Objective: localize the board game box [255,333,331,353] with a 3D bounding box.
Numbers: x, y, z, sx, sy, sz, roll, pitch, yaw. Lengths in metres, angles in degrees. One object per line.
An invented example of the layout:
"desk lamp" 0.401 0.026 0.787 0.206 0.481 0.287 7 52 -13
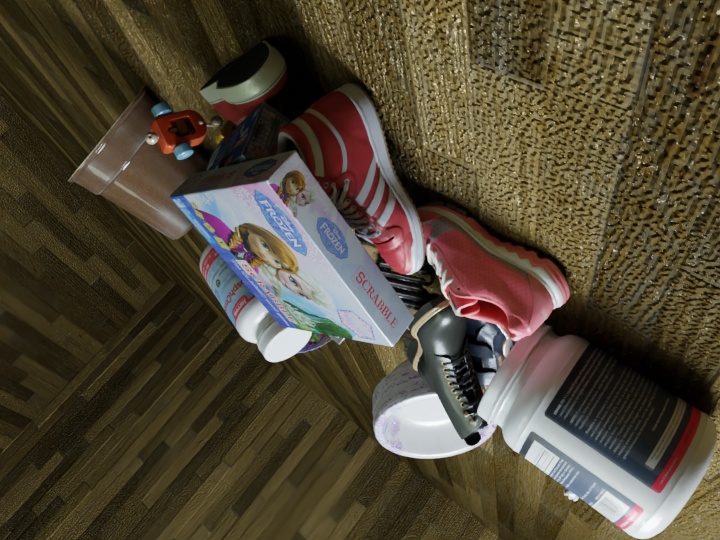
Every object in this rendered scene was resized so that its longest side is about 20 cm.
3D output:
"board game box" -0.115 0.041 1.022 0.156 0.202 0.039 -1 141 -1

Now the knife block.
"knife block" 0.000 0.000 0.753 0.199 0.065 0.175 14 -179 41

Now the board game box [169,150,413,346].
"board game box" -0.072 -0.015 0.602 0.199 0.041 0.201 2 136 51

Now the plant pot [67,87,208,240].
"plant pot" -0.356 -0.171 1.057 0.198 0.201 0.200 40 165 -26

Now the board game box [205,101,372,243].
"board game box" -0.063 -0.088 0.692 0.198 0.062 0.199 25 166 -23

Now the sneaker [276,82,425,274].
"sneaker" -0.013 -0.065 0.593 0.071 0.112 0.202 6 126 54

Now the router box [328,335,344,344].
"router box" -0.067 0.006 0.927 0.199 0.052 0.157 39 -157 7

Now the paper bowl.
"paper bowl" 0.118 0.214 0.999 0.198 0.105 0.202 0 135 0

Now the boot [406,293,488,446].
"boot" 0.118 0.115 0.710 0.139 0.077 0.200 61 171 25

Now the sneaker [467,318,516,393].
"sneaker" 0.160 0.109 0.790 0.078 0.079 0.201 21 153 52

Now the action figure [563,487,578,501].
"action figure" 0.282 0.189 0.748 0.198 0.133 0.151 12 106 35

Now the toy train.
"toy train" -0.178 -0.125 0.780 0.055 0.150 0.201 -29 93 53

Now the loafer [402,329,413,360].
"loafer" 0.119 0.179 1.072 0.072 0.063 0.201 24 156 45

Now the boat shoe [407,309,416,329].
"boat shoe" 0.117 0.110 0.905 0.199 0.065 0.071 35 162 19

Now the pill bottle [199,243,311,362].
"pill bottle" -0.160 0.039 0.943 0.200 0.108 0.109 50 170 29

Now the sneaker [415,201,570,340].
"sneaker" 0.105 -0.001 0.619 0.199 0.087 0.074 31 160 32

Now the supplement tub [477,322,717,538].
"supplement tub" 0.237 0.157 0.630 0.199 0.141 0.141 34 162 22

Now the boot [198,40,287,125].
"boot" -0.094 -0.168 0.678 0.144 0.072 0.200 48 169 -24
